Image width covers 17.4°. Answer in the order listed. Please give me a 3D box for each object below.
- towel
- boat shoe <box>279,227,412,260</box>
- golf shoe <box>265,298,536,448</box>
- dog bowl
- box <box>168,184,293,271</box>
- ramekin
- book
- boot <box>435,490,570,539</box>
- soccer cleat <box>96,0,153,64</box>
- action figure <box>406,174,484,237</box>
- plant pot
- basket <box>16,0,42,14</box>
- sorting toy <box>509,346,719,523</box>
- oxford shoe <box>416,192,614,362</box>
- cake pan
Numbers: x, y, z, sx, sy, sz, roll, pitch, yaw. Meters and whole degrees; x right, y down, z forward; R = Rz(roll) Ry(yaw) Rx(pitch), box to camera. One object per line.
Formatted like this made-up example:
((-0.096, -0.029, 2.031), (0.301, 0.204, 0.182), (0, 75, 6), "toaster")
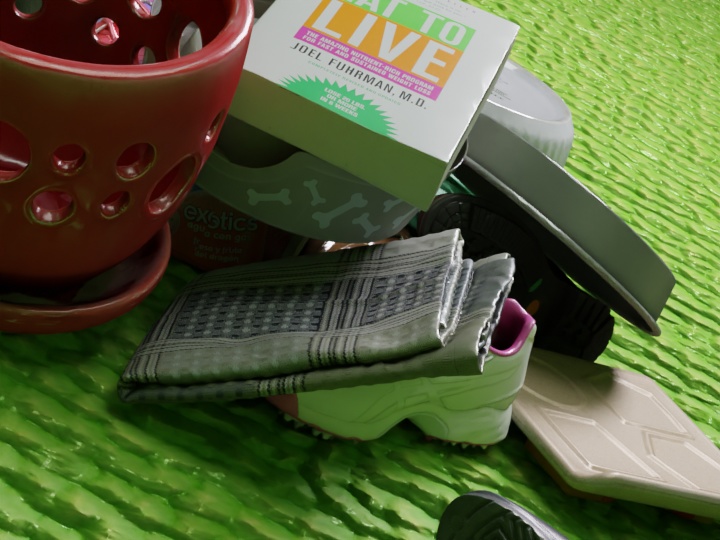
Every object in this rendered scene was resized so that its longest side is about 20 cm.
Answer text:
((-0.018, 0.022, 1.260), (0.199, 0.035, 0.193), (-6, 14, 10), "towel")
((0.000, 0.000, 1.449), (0.068, 0.072, 0.200), (30, 19, 11), "boat shoe")
((0.021, 0.048, 1.329), (0.199, 0.092, 0.075), (5, 30, -46), "golf shoe")
((-0.039, -0.090, 1.351), (0.199, 0.059, 0.200), (22, 27, -12), "dog bowl")
((-0.077, -0.077, 1.498), (0.094, 0.103, 0.200), (25, 18, -9), "box")
((0.066, -0.108, 1.774), (0.199, 0.105, 0.200), (24, 19, -9), "ramekin")
((0.005, -0.112, 1.325), (0.133, 0.048, 0.200), (26, 29, 2), "book")
((0.146, 0.167, 1.223), (0.165, 0.066, 0.200), (45, 27, 21), "boot")
((-0.159, -0.119, 1.386), (0.067, 0.077, 0.200), (35, 62, 19), "soccer cleat")
((0.048, -0.043, 1.615), (0.055, 0.119, 0.200), (-8, -37, 47), "action figure")
((-0.172, -0.083, 1.208), (0.199, 0.183, 0.201), (15, 35, -10), "plant pot")
((-0.186, -0.180, 1.555), (0.135, 0.181, 0.200), (-6, 39, -11), "basket")
((0.154, 0.104, 1.460), (0.184, 0.037, 0.200), (15, 18, -37), "sorting toy")
((0.084, 0.000, 1.538), (0.084, 0.073, 0.200), (42, 0, 41), "oxford shoe")
((0.128, -0.034, 1.524), (0.200, 0.037, 0.200), (40, -2, 1), "cake pan")
